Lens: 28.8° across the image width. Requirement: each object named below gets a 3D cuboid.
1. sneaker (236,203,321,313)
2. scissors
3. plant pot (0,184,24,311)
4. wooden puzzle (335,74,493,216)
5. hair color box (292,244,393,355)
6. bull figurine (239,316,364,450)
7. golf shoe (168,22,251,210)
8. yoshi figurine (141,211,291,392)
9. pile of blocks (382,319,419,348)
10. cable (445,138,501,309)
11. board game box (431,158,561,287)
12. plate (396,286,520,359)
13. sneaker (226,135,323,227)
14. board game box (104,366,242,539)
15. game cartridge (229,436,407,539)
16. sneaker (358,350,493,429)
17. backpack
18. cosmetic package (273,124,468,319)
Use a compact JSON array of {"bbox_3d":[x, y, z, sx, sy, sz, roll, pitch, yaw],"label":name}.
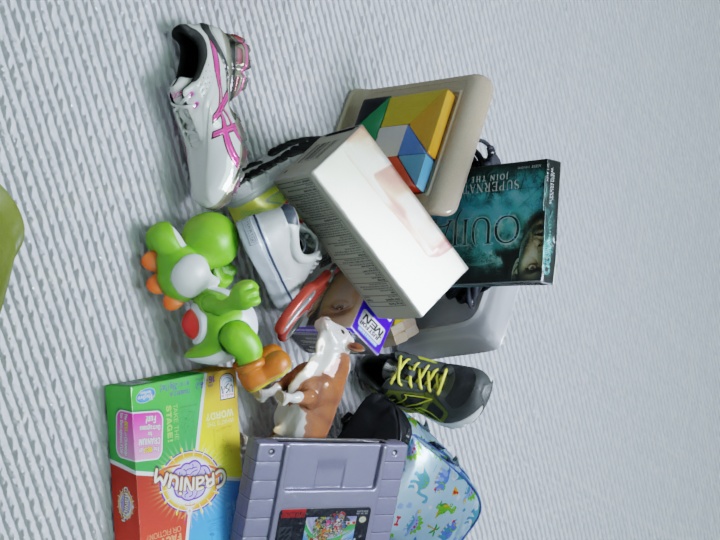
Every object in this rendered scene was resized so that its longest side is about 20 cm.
[{"bbox_3d":[-0.075,-0.009,1.523,0.200,0.071,0.073,65,4,-68],"label":"sneaker"},{"bbox_3d":[-0.033,0.003,1.555,0.200,0.014,0.073,-50,167,-24],"label":"scissors"},{"bbox_3d":[-0.373,0.009,1.146,0.200,0.200,0.193,57,37,-33],"label":"plant pot"},{"bbox_3d":[0.042,-0.144,1.621,0.037,0.200,0.185,42,58,-45],"label":"wooden puzzle"},{"bbox_3d":[0.000,0.000,1.640,0.065,0.109,0.200,47,55,-39],"label":"hair color box"},{"bbox_3d":[-0.067,0.149,1.546,0.121,0.065,0.200,-12,126,-44],"label":"bull figurine"},{"bbox_3d":[-0.169,-0.162,1.472,0.092,0.073,0.200,13,70,-43],"label":"golf shoe"},{"bbox_3d":[-0.137,0.020,1.460,0.200,0.112,0.112,55,34,-8],"label":"yoshi figurine"},{"bbox_3d":[0.041,0.008,1.734,0.082,0.062,0.200,39,52,-29],"label":"pile of blocks"},{"bbox_3d":[0.113,-0.049,1.665,0.051,0.163,0.200,6,71,-31],"label":"cable"},{"bbox_3d":[0.135,-0.048,1.561,0.028,0.200,0.135,9,82,-43],"label":"board game box"},{"bbox_3d":[0.126,0.014,1.731,0.032,0.200,0.200,32,64,-28],"label":"plate"},{"bbox_3d":[-0.075,-0.093,1.583,0.200,0.078,0.090,-29,112,-35],"label":"sneaker"},{"bbox_3d":[-0.190,0.208,1.461,0.153,0.040,0.200,-8,96,-50],"label":"board game box"},{"bbox_3d":[-0.043,0.247,1.527,0.200,0.038,0.130,5,94,-36],"label":"game cartridge"},{"bbox_3d":[0.070,0.138,1.663,0.085,0.200,0.075,32,68,-34],"label":"sneaker"},{"bbox_3d":[0.052,0.263,1.684,0.163,0.154,0.200,-55,147,-8],"label":"backpack"},{"bbox_3d":[0.011,-0.050,1.514,0.087,0.103,0.200,-44,108,-23],"label":"cosmetic package"}]
